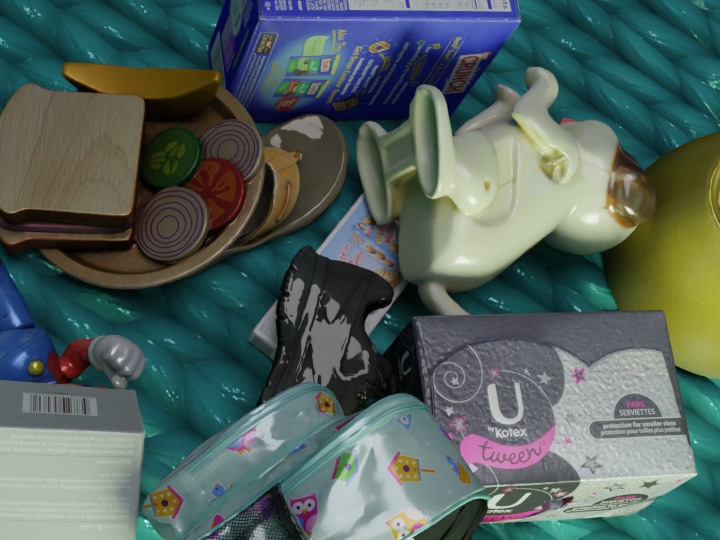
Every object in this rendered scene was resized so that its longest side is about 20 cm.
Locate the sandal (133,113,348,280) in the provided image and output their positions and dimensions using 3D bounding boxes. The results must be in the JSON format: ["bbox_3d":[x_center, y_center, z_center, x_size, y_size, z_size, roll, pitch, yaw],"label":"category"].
[{"bbox_3d":[-0.086,-0.058,1.142,0.200,0.054,0.080,-31,78,-25],"label":"sandal"}]

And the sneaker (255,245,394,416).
[{"bbox_3d":[-0.027,0.085,1.063,0.090,0.076,0.201,13,82,-2],"label":"sneaker"}]

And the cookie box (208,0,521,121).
[{"bbox_3d":[-0.002,-0.181,1.157,0.199,0.171,0.076,-2,71,-17],"label":"cookie box"}]

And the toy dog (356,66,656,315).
[{"bbox_3d":[0.124,-0.059,1.135,0.199,0.140,0.195,-7,73,-25],"label":"toy dog"}]

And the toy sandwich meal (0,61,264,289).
[{"bbox_3d":[-0.170,-0.080,1.094,0.204,0.070,0.206,-2,64,5],"label":"toy sandwich meal"}]

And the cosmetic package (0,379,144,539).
[{"bbox_3d":[-0.195,0.178,0.937,0.106,0.090,0.201,5,105,-14],"label":"cosmetic package"}]

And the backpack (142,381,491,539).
[{"bbox_3d":[-0.025,0.155,0.935,0.200,0.176,0.154,-29,73,2],"label":"backpack"}]

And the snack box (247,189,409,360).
[{"bbox_3d":[0.000,0.000,1.157,0.072,0.024,0.200,37,62,2],"label":"snack box"}]

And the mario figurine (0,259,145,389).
[{"bbox_3d":[-0.224,0.073,1.010,0.200,0.124,0.106,46,41,13],"label":"mario figurine"}]

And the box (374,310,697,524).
[{"bbox_3d":[0.123,0.109,1.093,0.199,0.115,0.133,-1,67,-16],"label":"box"}]

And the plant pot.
[{"bbox_3d":[0.299,-0.031,1.166,0.199,0.142,0.201,0,71,-1],"label":"plant pot"}]
